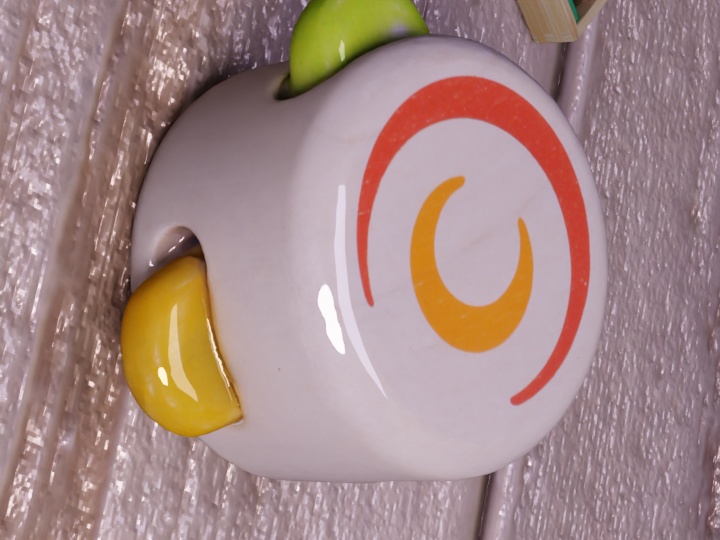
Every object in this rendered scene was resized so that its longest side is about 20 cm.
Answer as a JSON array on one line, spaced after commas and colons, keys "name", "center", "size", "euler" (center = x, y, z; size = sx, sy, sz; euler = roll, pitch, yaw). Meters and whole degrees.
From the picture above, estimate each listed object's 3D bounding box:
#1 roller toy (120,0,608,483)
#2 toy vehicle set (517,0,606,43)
[{"name": "roller toy", "center": [0.000, 0.000, 1.049], "size": [0.182, 0.139, 0.201], "euler": [36, 63, -35]}, {"name": "toy vehicle set", "center": [0.092, -0.233, 1.277], "size": [0.124, 0.026, 0.201], "euler": [-54, 130, -40]}]
